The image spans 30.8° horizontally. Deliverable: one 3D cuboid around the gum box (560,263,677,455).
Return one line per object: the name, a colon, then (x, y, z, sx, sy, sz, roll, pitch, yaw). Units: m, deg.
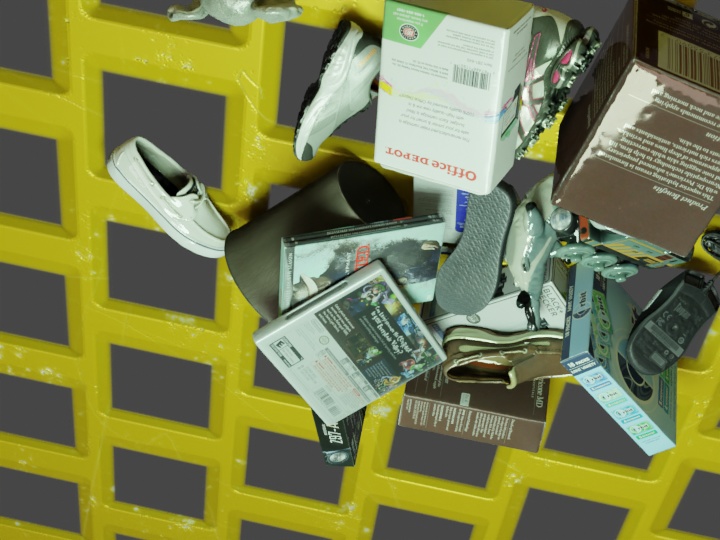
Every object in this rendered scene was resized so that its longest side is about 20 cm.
gum box: (0.332, 0.108, 1.662, 0.044, 0.170, 0.200, -27, 121, 34)

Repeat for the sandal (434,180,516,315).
sandal: (0.150, -0.026, 1.611, 0.076, 0.043, 0.201, 28, 125, 12)

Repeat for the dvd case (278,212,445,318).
dvd case: (0.000, 0.000, 1.585, 0.199, 0.022, 0.146, -8, 139, -14)

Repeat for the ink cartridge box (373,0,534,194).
ink cartridge box: (0.100, -0.202, 1.439, 0.144, 0.084, 0.201, 18, 126, 21)

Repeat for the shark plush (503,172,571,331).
shark plush: (0.225, -0.019, 1.595, 0.083, 0.091, 0.201, -2, 98, -16)

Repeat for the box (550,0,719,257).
box: (0.322, -0.159, 1.404, 0.165, 0.164, 0.200, 22, 130, -5)

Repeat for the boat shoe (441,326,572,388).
boat shoe: (0.203, 0.124, 1.691, 0.201, 0.075, 0.075, 1, 134, 12)

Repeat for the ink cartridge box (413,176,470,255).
ink cartridge box: (0.115, -0.104, 1.608, 0.099, 0.039, 0.201, 7, 133, 7)

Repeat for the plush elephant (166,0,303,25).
plush elephant: (-0.130, -0.328, 1.371, 0.164, 0.155, 0.200, -5, 131, 18)

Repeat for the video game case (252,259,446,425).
video game case: (-0.010, 0.094, 1.632, 0.181, 0.023, 0.200, -30, 133, 7)

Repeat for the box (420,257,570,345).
box: (0.192, 0.059, 1.727, 0.199, 0.060, 0.117, -18, 127, 28)

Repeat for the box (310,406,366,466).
box: (-0.030, 0.144, 1.792, 0.043, 0.161, 0.200, 0, 134, 12)

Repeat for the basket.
basket: (-0.049, -0.036, 1.648, 0.180, 0.136, 0.200, 50, 123, 2)

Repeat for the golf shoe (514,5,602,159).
golf shoe: (0.194, -0.210, 1.478, 0.088, 0.077, 0.200, 35, 133, 9)

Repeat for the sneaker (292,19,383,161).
sneaker: (-0.025, -0.197, 1.531, 0.079, 0.074, 0.200, 21, 134, -13)

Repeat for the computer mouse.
computer mouse: (0.423, 0.057, 1.637, 0.140, 0.046, 0.200, 34, 95, -17)

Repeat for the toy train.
toy train: (0.308, -0.046, 1.545, 0.114, 0.086, 0.200, -15, 158, 37)

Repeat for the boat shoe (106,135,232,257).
boat shoe: (-0.231, -0.097, 1.681, 0.200, 0.072, 0.066, 45, 132, -16)

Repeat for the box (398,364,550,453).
box: (0.159, 0.178, 1.820, 0.199, 0.100, 0.075, 11, 134, 2)
